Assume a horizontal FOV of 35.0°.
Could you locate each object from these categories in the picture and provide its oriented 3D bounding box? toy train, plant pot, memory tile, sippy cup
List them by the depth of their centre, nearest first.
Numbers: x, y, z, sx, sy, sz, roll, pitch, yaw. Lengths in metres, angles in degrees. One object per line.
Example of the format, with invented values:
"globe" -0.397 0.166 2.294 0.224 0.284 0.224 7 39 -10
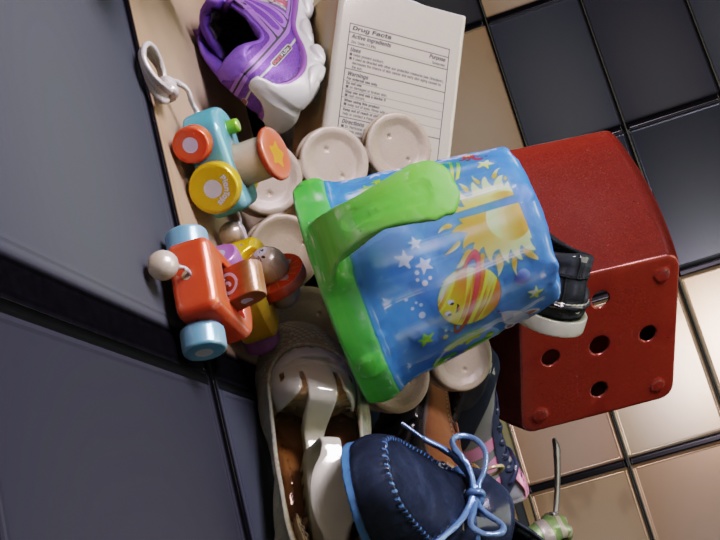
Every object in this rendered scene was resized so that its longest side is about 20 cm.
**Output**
"toy train" -0.071 -0.034 0.637 0.150 0.056 0.200 59 16 -59
"sippy cup" 0.043 -0.007 0.668 0.178 0.130 0.140 -99 168 -76
"memory tile" 0.000 0.000 0.765 0.017 0.153 0.200 -14 -87 66
"plant pot" 0.161 0.020 0.959 0.176 0.200 0.200 -121 -158 -59

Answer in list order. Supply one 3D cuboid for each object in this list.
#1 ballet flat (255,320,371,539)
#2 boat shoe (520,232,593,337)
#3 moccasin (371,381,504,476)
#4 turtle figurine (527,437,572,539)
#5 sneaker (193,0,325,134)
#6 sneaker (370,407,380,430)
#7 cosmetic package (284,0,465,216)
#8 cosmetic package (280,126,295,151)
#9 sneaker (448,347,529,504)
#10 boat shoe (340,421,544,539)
"ballet flat" -0.019 0.095 0.633 0.062 0.067 0.200 106 -21 -47
"boat shoe" 0.100 -0.029 0.812 0.199 0.074 0.066 -126 -135 -55
"moccasin" 0.052 0.151 0.781 0.078 0.074 0.202 28 29 -24
"turtle figurine" 0.136 0.268 1.072 0.200 0.144 0.194 -57 133 -75
"sneaker" -0.081 -0.180 0.817 0.083 0.081 0.200 31 21 -32
"sneaker" 0.032 0.114 0.989 0.072 0.072 0.200 29 -10 8
"cosmetic package" 0.007 -0.093 0.826 0.071 0.105 0.200 168 -68 -67
"cosmetic package" -0.011 -0.089 0.930 0.113 0.081 0.200 4 -63 69
"sneaker" 0.098 0.143 0.898 0.070 0.082 0.200 -78 178 -57
"boat shoe" 0.053 0.130 0.628 0.200 0.069 0.084 42 36 -57
